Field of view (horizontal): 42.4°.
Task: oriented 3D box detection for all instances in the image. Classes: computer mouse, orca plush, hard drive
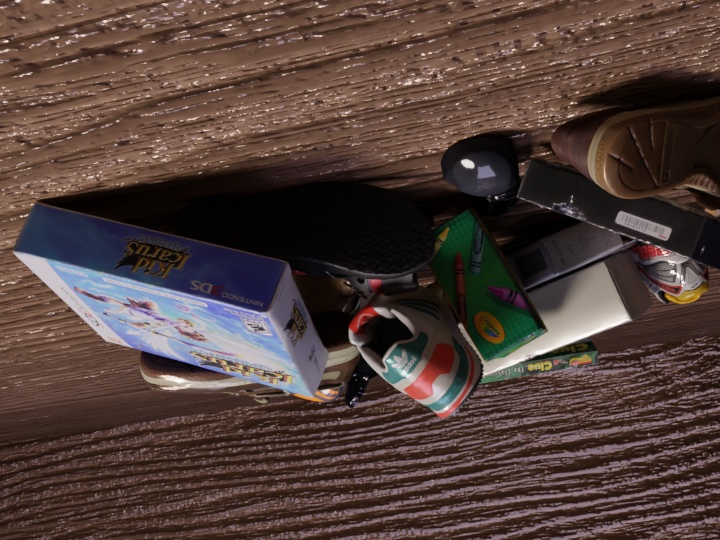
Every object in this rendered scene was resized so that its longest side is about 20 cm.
[{"bbox_3d":[0.102,-0.062,0.740,0.058,0.034,0.200,-11,169,12],"label":"computer mouse"},{"bbox_3d":[-0.027,0.110,0.983,0.199,0.072,0.105,-18,159,30],"label":"orca plush"},{"bbox_3d":[0.224,-0.041,0.740,0.139,0.038,0.199,24,-172,30],"label":"hard drive"}]

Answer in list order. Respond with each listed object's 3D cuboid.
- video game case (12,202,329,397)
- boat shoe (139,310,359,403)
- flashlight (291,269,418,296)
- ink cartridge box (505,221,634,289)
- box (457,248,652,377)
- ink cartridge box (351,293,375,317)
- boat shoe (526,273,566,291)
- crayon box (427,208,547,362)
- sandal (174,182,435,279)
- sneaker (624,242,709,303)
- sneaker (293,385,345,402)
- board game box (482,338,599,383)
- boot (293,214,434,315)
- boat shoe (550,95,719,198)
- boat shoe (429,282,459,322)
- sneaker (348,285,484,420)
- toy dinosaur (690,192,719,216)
[{"bbox_3d":[-0.136,0.029,0.715,0.198,0.046,0.182,13,158,14],"label":"video game case"},{"bbox_3d":[-0.096,0.093,0.843,0.200,0.075,0.075,-5,128,-12],"label":"boat shoe"},{"bbox_3d":[-0.052,-0.004,0.782,0.198,0.068,0.068,-7,133,4],"label":"flashlight"},{"bbox_3d":[0.224,-0.019,1.021,0.172,0.044,0.200,-22,175,-23],"label":"ink cartridge box"},{"bbox_3d":[0.206,0.049,1.009,0.199,0.069,0.082,-27,176,37],"label":"box"},{"bbox_3d":[-0.028,0.045,1.051,0.198,0.085,0.146,-9,167,5],"label":"ink cartridge box"},{"bbox_3d":[0.221,0.021,1.172,0.198,0.073,0.068,-17,-146,-21],"label":"boat shoe"},{"bbox_3d":[0.119,0.018,0.865,0.058,0.119,0.200,-31,170,9],"label":"crayon box"},{"bbox_3d":[-0.042,-0.027,0.723,0.198,0.076,0.048,2,161,-3],"label":"sandal"},{"bbox_3d":[0.337,0.001,1.033,0.077,0.083,0.200,-25,175,10],"label":"sneaker"},{"bbox_3d":[-0.114,0.079,0.911,0.199,0.078,0.112,29,-159,15],"label":"sneaker"},{"bbox_3d":[0.180,0.099,1.136,0.198,0.024,0.105,-9,-161,2],"label":"board game box"},{"bbox_3d":[0.000,0.000,0.876,0.073,0.076,0.199,7,159,-38],"label":"boot"},{"bbox_3d":[0.215,-0.088,0.643,0.199,0.073,0.072,-10,-158,-32],"label":"boat shoe"},{"bbox_3d":[0.101,0.050,1.230,0.075,0.072,0.200,6,171,14],"label":"boat shoe"},{"bbox_3d":[0.030,0.045,0.787,0.093,0.071,0.200,34,-170,-25],"label":"sneaker"},{"bbox_3d":[0.318,-0.071,0.827,0.105,0.061,0.200,9,171,33],"label":"toy dinosaur"}]
